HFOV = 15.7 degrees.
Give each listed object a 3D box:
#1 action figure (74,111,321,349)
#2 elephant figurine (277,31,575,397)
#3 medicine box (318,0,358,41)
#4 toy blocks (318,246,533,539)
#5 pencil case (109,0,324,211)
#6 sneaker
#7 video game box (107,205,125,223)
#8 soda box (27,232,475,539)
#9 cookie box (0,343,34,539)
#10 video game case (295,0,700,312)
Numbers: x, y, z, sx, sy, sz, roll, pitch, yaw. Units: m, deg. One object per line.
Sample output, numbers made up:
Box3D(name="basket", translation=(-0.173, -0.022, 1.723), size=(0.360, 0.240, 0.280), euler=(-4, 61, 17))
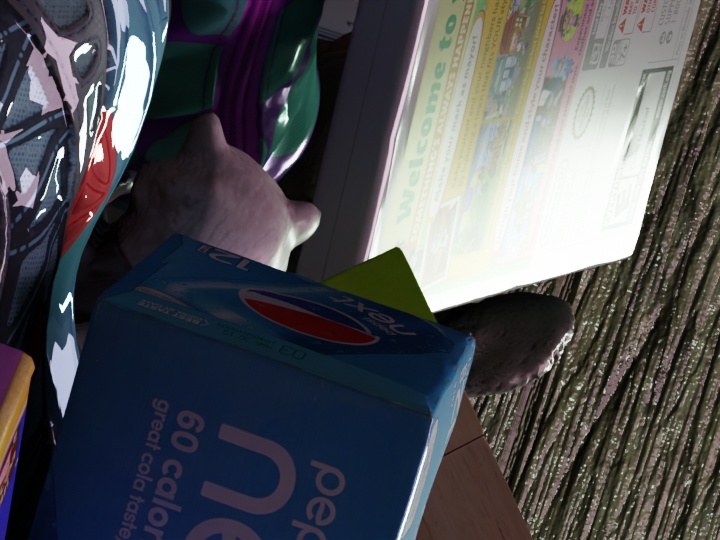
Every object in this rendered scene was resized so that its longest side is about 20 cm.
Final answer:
Box3D(name="action figure", translation=(-0.077, 0.046, 0.662), size=(0.194, 0.104, 0.200), euler=(-53, 171, 15))
Box3D(name="elephant figurine", translation=(0.000, 0.000, 0.835), size=(0.200, 0.141, 0.156), euler=(-77, -173, -70))
Box3D(name="medicine box", translation=(-0.017, -0.136, 1.048), size=(0.201, 0.102, 0.183), euler=(-71, 180, -45))
Box3D(name="toy blocks", translation=(0.004, 0.108, 0.680), size=(0.100, 0.201, 0.137), euler=(-25, 180, -27))
Box3D(name="pencil case", translation=(-0.042, -0.084, 0.679), size=(0.093, 0.085, 0.200), euler=(64, -15, 16))
Box3D(name="sneaker", translation=(-0.097, 0.018, 0.504), size=(0.096, 0.079, 0.201), euler=(-50, 153, -59))
Box3D(name="video game box", translation=(-0.099, 0.013, 0.931), size=(0.201, 0.047, 0.183), euler=(-71, -179, -45))
Box3D(name="soda box", translation=(-0.041, 0.101, 0.516), size=(0.064, 0.067, 0.201), euler=(-49, 157, -75))
Box3D(name="cookie box", translation=(-0.121, 0.119, 0.434), size=(0.200, 0.075, 0.172), euler=(109, 0, -55))
Box3D(name="video game case", translation=(0.054, -0.089, 0.727), size=(0.182, 0.022, 0.201), euler=(-14, 121, -59))
